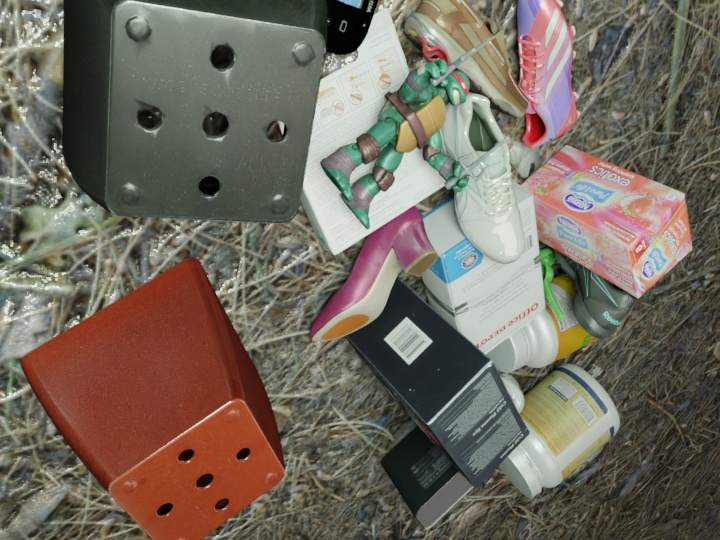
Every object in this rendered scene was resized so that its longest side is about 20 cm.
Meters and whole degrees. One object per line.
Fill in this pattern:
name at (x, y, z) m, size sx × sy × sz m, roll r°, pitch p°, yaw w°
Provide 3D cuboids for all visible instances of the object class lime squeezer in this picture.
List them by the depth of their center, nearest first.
lime squeezer at (0.278, 0.007, 0.978) m, size 0.038 × 0.071 × 0.200 m, roll -48°, pitch 178°, yaw 36°

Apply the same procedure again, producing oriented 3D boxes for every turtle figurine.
turtle figurine at (0.058, -0.137, 0.664) m, size 0.199 × 0.101 × 0.150 m, roll -40°, pitch 132°, yaw 0°

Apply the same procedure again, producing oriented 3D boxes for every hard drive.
hard drive at (0.107, 0.269, 0.963) m, size 0.139 × 0.200 × 0.033 m, roll -42°, pitch 101°, yaw -6°

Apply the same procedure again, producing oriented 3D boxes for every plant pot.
plant pot at (-0.119, -0.137, 0.506) m, size 0.195 × 0.178 × 0.203 m, roll 1°, pitch 119°, yaw -23°
plant pot at (-0.185, 0.150, 0.673) m, size 0.198 × 0.176 × 0.202 m, roll -31°, pitch 132°, yaw -14°

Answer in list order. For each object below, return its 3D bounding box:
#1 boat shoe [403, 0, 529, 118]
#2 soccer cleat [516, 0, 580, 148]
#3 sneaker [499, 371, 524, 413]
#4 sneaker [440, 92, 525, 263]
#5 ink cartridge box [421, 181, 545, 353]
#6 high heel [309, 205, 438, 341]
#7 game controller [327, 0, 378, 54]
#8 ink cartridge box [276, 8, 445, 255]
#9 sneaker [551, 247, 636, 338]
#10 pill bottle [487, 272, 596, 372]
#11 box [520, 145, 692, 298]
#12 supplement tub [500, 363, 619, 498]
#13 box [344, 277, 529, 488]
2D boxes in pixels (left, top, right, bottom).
boat shoe at (0.131, -0.232, 0.726) m, size 0.198 × 0.076 × 0.073 m, roll 26°, pitch 100°, yaw -45°
soccer cleat at (0.209, -0.233, 0.790) m, size 0.076 × 0.067 × 0.201 m, roll -37°, pitch 137°, yaw -6°
sneaker at (0.198, 0.173, 0.985) m, size 0.098 × 0.076 × 0.200 m, roll -24°, pitch 175°, yaw -15°
sneaker at (0.138, -0.101, 0.752) m, size 0.069 × 0.080 × 0.204 m, roll -25°, pitch 99°, yaw -13°
ink cartridge box at (0.158, -0.001, 0.887) m, size 0.145 × 0.086 × 0.202 m, roll -32°, pitch 134°, yaw -14°
high heel at (0.000, 0.000, 0.813) m, size 0.200 × 0.097 × 0.067 m, roll -43°, pitch 147°, yaw 26°
game controller at (-0.011, -0.298, 0.595) m, size 0.102 × 0.042 × 0.204 m, roll 7°, pitch 114°, yaw -32°
ink cartridge box at (-0.008, -0.144, 0.714) m, size 0.159 × 0.050 × 0.203 m, roll -31°, pitch 114°, yaw -15°
sneaker at (0.327, -0.003, 0.934) m, size 0.074 × 0.203 × 0.080 m, roll 17°, pitch 133°, yaw -24°
pill bottle at (0.279, 0.077, 1.010) m, size 0.197 × 0.111 × 0.113 m, roll -21°, pitch 129°, yaw -24°
box at (0.309, -0.069, 0.871) m, size 0.102 × 0.200 × 0.095 m, roll -38°, pitch 129°, yaw -7°
supplement tub at (0.323, 0.272, 1.148) m, size 0.198 × 0.144 × 0.146 m, roll -36°, pitch 133°, yaw -11°
box at (0.093, 0.139, 0.852) m, size 0.104 × 0.200 × 0.183 m, roll -41°, pitch 134°, yaw -6°
